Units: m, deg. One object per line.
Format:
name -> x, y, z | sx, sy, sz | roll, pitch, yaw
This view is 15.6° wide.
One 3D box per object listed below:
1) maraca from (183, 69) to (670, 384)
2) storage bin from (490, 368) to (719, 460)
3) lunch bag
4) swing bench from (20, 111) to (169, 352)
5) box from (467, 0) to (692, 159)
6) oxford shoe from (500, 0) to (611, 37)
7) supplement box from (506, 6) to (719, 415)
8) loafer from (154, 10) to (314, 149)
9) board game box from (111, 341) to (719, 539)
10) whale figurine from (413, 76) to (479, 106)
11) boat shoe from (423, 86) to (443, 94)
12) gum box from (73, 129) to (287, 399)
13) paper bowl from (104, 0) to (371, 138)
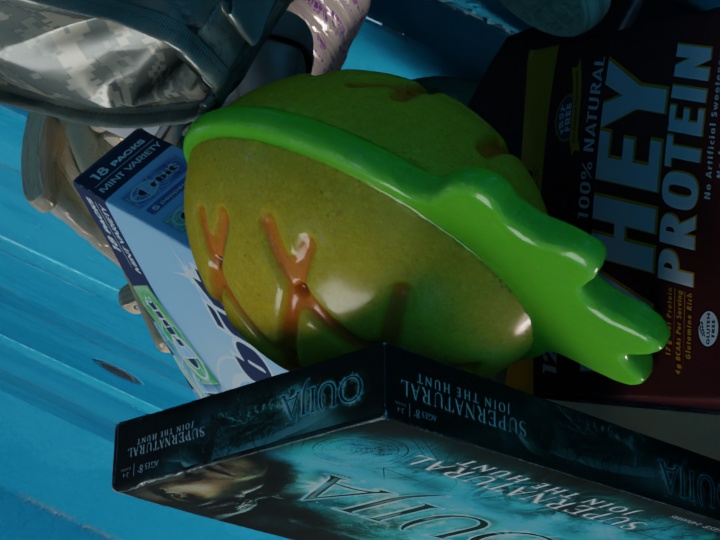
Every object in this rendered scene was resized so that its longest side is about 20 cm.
maraca -> 0.018, -0.008, 0.901 | 0.199, 0.107, 0.137 | 14, 158, 45
storage bin -> 0.135, 0.081, 1.158 | 0.199, 0.094, 0.198 | 28, 166, -9
lunch bag -> -0.075, -0.142, 0.993 | 0.199, 0.165, 0.118 | 13, 156, 45
swing bench -> -0.071, -0.019, 1.435 | 0.200, 0.130, 0.199 | 40, 179, 39
box -> 0.151, -0.024, 1.160 | 0.199, 0.105, 0.148 | 30, 166, -17
oxford shoe -> 0.058, -0.166, 0.907 | 0.075, 0.058, 0.201 | 25, 154, 33
supplement box -> 0.186, -0.012, 0.936 | 0.196, 0.134, 0.200 | 6, 176, -25
loafer -> -0.059, -0.040, 1.181 | 0.071, 0.063, 0.200 | 1, 150, -9
board game box -> 0.028, 0.076, 0.944 | 0.135, 0.028, 0.199 | -19, 152, 41
whale figurine -> 0.069, -0.007, 1.289 | 0.200, 0.159, 0.104 | 45, 147, -10
boat shoe -> 0.001, 0.000, 1.166 | 0.071, 0.066, 0.201 | -6, 149, -21
gum box -> -0.022, 0.041, 1.111 | 0.200, 0.045, 0.170 | 26, 151, 50
paper bowl -> -0.103, -0.129, 1.236 | 0.200, 0.105, 0.201 | 25, 166, 7
